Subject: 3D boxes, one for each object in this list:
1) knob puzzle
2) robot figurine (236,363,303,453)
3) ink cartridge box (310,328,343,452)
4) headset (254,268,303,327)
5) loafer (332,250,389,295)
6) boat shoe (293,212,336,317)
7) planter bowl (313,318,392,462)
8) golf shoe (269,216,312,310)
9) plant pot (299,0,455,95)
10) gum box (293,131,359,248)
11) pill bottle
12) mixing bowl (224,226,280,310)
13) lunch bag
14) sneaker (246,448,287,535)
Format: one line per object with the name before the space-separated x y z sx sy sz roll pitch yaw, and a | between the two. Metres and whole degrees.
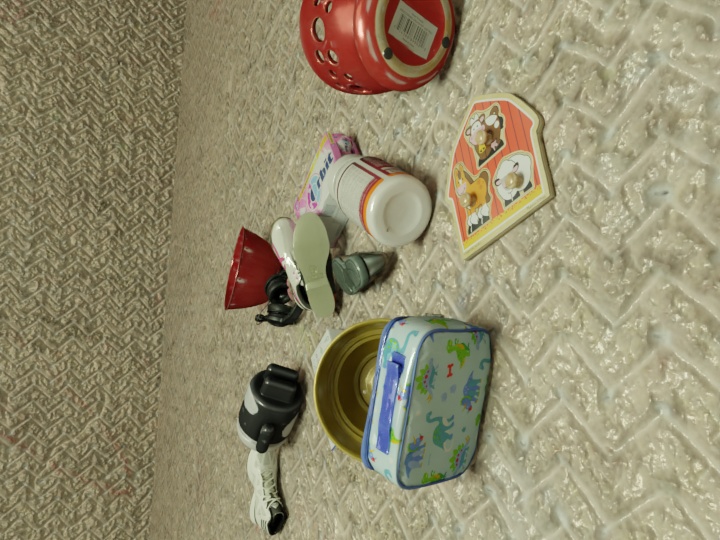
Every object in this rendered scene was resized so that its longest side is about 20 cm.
knob puzzle | 0.162 -0.143 0.814 0.219 0.030 0.225 -19 68 61
robot figurine | -0.192 0.296 1.332 0.124 0.149 0.202 38 123 24
ink cartridge box | -0.042 0.218 1.140 0.100 0.038 0.203 -58 36 41
headset | -0.173 0.075 1.411 0.199 0.093 0.126 -33 51 39
loafer | 0.000 0.000 1.085 0.073 0.062 0.200 68 167 -3
boat shoe | -0.084 -0.013 1.188 0.063 0.070 0.204 -81 -20 -77
planter bowl | 0.035 0.169 0.902 0.083 0.196 0.205 8 -93 -82
golf shoe | -0.121 -0.013 1.253 0.092 0.072 0.203 30 142 57
plant pot | 0.032 -0.370 0.936 0.181 0.197 0.205 23 106 53
gum box | -0.059 -0.157 1.206 0.202 0.065 0.115 -61 37 38
pill bottle | 0.023 -0.120 0.995 0.200 0.108 0.112 43 123 58
mixing bowl | -0.254 0.005 1.494 0.200 0.106 0.205 -168 90 -74
lunch bag | 0.082 0.157 0.771 0.082 0.159 0.205 14 98 46
sneaker | -0.195 0.484 1.376 0.114 0.074 0.205 9 101 54
